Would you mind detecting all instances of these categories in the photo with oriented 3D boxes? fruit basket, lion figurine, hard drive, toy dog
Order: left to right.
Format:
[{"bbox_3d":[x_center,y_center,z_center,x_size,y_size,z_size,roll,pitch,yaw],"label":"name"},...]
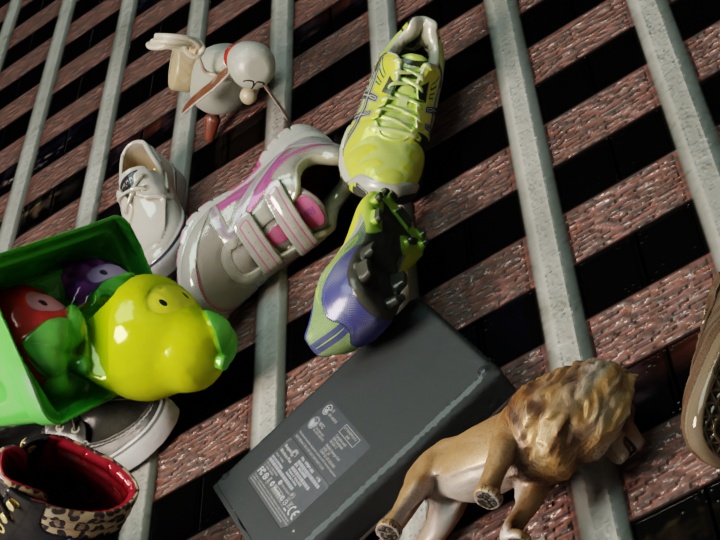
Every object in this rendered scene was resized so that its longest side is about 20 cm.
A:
[{"bbox_3d":[-0.198,0.040,1.299,0.214,0.157,0.216,-24,1,1],"label":"fruit basket"},{"bbox_3d":[-0.131,-0.169,1.596,0.130,0.098,0.200,5,5,3],"label":"toy dog"},{"bbox_3d":[-0.001,0.115,1.128,0.200,0.033,0.140,-43,29,-3],"label":"hard drive"},{"bbox_3d":[0.074,0.119,1.000,0.199,0.073,0.123,-20,28,40],"label":"lion figurine"}]

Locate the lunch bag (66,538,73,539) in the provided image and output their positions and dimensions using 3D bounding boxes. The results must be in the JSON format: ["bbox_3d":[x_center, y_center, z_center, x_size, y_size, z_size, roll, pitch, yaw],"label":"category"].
[{"bbox_3d":[-0.217,0.305,1.094,0.200,0.094,0.151,-46,26,25],"label":"lunch bag"}]

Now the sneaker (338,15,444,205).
[{"bbox_3d":[0.027,-0.133,1.364,0.074,0.077,0.201,11,44,-1],"label":"sneaker"}]

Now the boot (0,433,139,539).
[{"bbox_3d":[-0.254,0.173,1.137,0.074,0.198,0.151,-84,18,-47],"label":"boot"}]

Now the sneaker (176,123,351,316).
[{"bbox_3d":[-0.073,-0.042,1.377,0.201,0.081,0.088,-53,30,-19],"label":"sneaker"}]

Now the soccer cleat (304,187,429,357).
[{"bbox_3d":[-0.001,0.000,1.220,0.084,0.065,0.200,-40,11,22],"label":"soccer cleat"}]

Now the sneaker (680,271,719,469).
[{"bbox_3d":[0.228,0.035,0.953,0.201,0.070,0.075,-53,13,-27],"label":"sneaker"}]

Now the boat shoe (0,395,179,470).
[{"bbox_3d":[-0.234,0.136,1.350,0.198,0.057,0.069,-21,34,31],"label":"boat shoe"}]

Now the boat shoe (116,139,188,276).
[{"bbox_3d":[-0.201,-0.062,1.565,0.071,0.070,0.201,-32,30,13],"label":"boat shoe"}]
